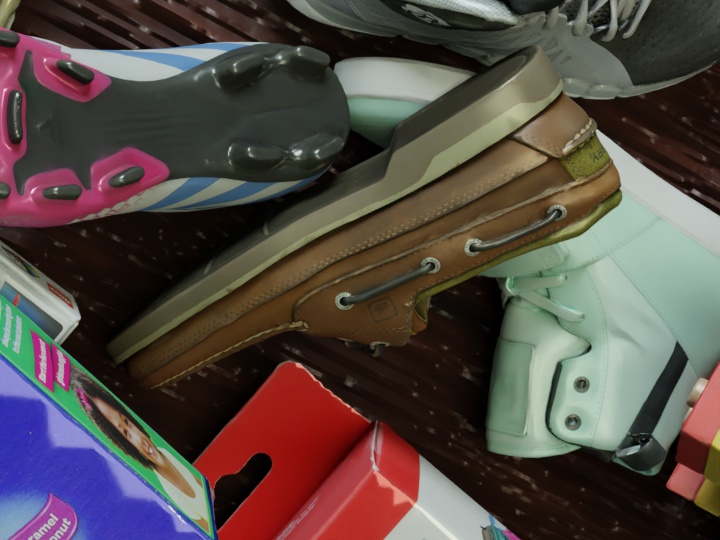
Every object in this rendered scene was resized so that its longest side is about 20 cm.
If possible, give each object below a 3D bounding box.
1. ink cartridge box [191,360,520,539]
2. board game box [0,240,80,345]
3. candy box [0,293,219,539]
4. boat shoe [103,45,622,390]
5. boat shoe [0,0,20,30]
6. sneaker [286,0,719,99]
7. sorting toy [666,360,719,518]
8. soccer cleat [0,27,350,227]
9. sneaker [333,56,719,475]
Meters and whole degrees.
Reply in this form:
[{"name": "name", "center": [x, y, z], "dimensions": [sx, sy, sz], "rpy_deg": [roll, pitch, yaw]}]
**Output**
[{"name": "ink cartridge box", "center": [0.013, 0.141, 1.068], "dimensions": [0.200, 0.067, 0.116], "rpy_deg": [40, 100, -7]}, {"name": "board game box", "center": [-0.209, 0.051, 1.005], "dimensions": [0.126, 0.035, 0.200], "rpy_deg": [39, 95, -19]}, {"name": "candy box", "center": [-0.175, 0.076, 0.957], "dimensions": [0.200, 0.077, 0.169], "rpy_deg": [43, 95, -17]}, {"name": "boat shoe", "center": [0.000, 0.000, 1.042], "dimensions": [0.200, 0.072, 0.068], "rpy_deg": [-30, 102, 21]}, {"name": "boat shoe", "center": [-0.154, -0.095, 1.018], "dimensions": [0.073, 0.063, 0.201], "rpy_deg": [36, 83, -19]}, {"name": "sneaker", "center": [0.073, -0.103, 1.073], "dimensions": [0.199, 0.115, 0.075], "rpy_deg": [5, 94, -20]}, {"name": "sorting toy", "center": [0.184, 0.021, 1.096], "dimensions": [0.069, 0.199, 0.200], "rpy_deg": [29, 82, 10]}, {"name": "soccer cleat", "center": [-0.099, -0.044, 1.019], "dimensions": [0.199, 0.086, 0.070], "rpy_deg": [-1, 79, -33]}, {"name": "sneaker", "center": [0.059, 0.004, 1.097], "dimensions": [0.200, 0.074, 0.118], "rpy_deg": [30, 79, -22]}]
